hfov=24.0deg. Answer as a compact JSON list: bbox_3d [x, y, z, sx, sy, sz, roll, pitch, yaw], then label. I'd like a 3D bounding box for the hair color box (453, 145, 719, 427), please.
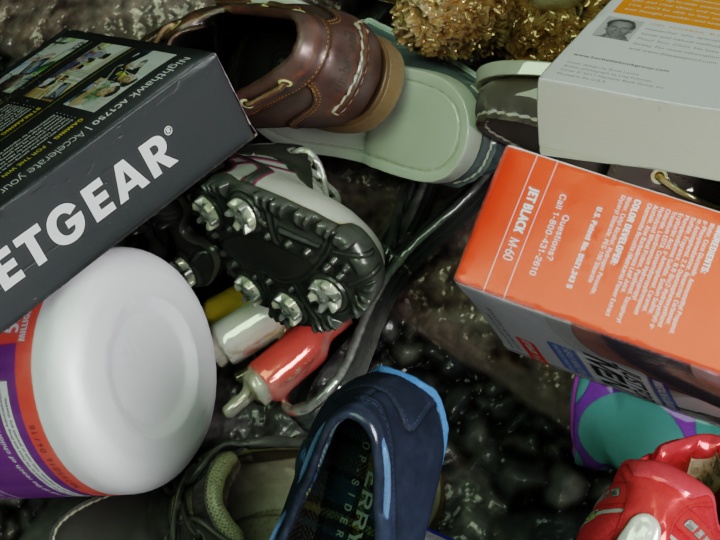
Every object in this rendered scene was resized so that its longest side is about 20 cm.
[{"bbox_3d":[0.146,0.024,0.662,0.198,0.111,0.064,18,79,21],"label":"hair color box"}]

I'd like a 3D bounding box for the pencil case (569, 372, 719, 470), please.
[{"bbox_3d":[0.191,0.065,0.742,0.198,0.085,0.093,13,90,19],"label":"pencil case"}]

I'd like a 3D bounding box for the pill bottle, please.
[{"bbox_3d":[-0.174,0.054,0.815,0.198,0.112,0.114,-7,67,33],"label":"pill bottle"}]

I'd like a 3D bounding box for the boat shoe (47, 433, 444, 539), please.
[{"bbox_3d":[-0.062,0.111,0.804,0.198,0.065,0.074,-15,64,7],"label":"boat shoe"}]

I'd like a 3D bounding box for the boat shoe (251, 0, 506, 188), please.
[{"bbox_3d":[0.003,-0.091,0.863,0.199,0.061,0.074,28,111,43],"label":"boat shoe"}]

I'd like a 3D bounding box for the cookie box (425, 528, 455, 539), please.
[{"bbox_3d":[0.045,0.215,0.705,0.198,0.075,0.173,20,97,22],"label":"cookie box"}]

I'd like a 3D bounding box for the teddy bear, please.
[{"bbox_3d":[0.051,-0.154,0.849,0.200,0.144,0.067,37,125,34],"label":"teddy bear"}]

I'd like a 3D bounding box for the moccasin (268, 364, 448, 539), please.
[{"bbox_3d":[-0.023,0.135,0.654,0.080,0.068,0.202,12,99,20],"label":"moccasin"}]

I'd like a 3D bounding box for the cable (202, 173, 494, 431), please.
[{"bbox_3d":[0.000,0.000,0.831,0.200,0.050,0.097,-43,44,0],"label":"cable"}]

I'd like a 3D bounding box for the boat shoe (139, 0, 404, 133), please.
[{"bbox_3d":[-0.067,-0.104,0.840,0.199,0.070,0.071,0,79,48],"label":"boat shoe"}]

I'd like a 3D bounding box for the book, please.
[{"bbox_3d":[0.172,-0.094,0.691,0.132,0.048,0.200,12,33,27],"label":"book"}]

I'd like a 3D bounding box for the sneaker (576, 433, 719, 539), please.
[{"bbox_3d":[0.136,0.108,0.675,0.076,0.200,0.086,21,90,21],"label":"sneaker"}]

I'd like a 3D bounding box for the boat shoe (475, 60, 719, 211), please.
[{"bbox_3d":[0.141,-0.041,0.776,0.198,0.072,0.060,19,83,-9],"label":"boat shoe"}]

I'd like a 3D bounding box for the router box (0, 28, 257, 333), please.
[{"bbox_3d":[-0.167,-0.035,0.781,0.200,0.051,0.149,-40,31,-24],"label":"router box"}]

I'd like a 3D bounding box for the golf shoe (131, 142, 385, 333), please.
[{"bbox_3d":[-0.042,-0.030,0.806,0.088,0.078,0.199,-36,28,-24],"label":"golf shoe"}]
